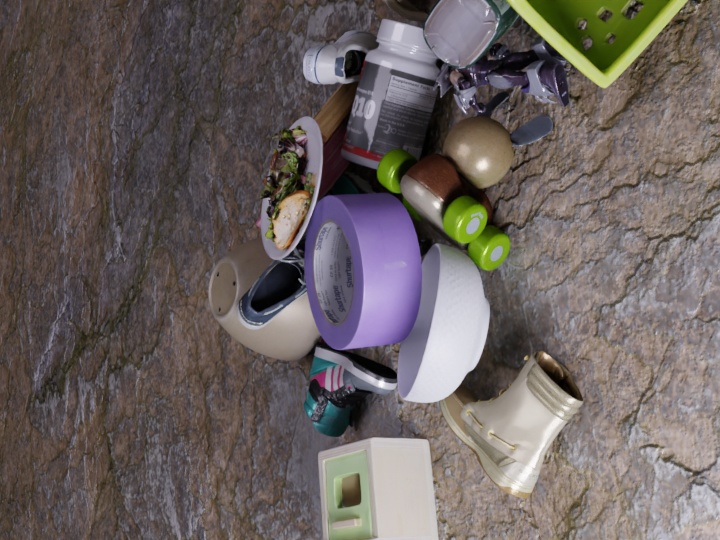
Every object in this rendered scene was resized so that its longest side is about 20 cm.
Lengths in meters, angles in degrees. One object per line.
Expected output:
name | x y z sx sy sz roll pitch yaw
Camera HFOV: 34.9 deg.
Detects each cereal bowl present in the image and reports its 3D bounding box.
cereal bowl | 0.110 0.073 1.454 0.200 0.082 0.203 -166 90 -82

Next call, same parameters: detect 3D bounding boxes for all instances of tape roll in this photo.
tape roll | 0.000 0.000 1.502 0.200 0.084 0.203 176 90 -65

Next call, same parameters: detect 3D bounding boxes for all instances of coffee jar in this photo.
coffee jar | 0.158 -0.335 1.434 0.085 0.200 0.104 41 129 0

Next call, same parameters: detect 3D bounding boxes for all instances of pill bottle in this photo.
pill bottle | 0.049 -0.245 1.621 0.114 0.113 0.202 28 106 52

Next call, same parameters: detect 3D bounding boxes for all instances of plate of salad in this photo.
plate of salad | -0.105 -0.116 1.574 0.200 0.048 0.202 -39 45 54

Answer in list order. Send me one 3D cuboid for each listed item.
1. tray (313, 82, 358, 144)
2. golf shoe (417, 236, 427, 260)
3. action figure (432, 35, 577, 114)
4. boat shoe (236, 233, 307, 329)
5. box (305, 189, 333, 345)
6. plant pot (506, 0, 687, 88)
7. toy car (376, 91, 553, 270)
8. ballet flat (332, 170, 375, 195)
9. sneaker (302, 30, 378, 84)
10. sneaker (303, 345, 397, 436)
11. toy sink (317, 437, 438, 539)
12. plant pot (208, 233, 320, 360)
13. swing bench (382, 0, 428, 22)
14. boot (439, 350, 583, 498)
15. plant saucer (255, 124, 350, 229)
tray | -0.054 -0.220 1.716 0.099 0.037 0.201 -44 10 36
golf shoe | 0.027 0.017 1.655 0.199 0.077 0.089 -28 101 33
action figure | 0.177 -0.251 1.455 0.198 0.070 0.131 5 51 42
boat shoe | -0.102 0.004 1.669 0.075 0.200 0.062 50 152 2
box | -0.050 -0.004 1.775 0.137 0.040 0.201 52 125 45
plant pot | 0.246 -0.361 1.287 0.199 0.199 0.182 -48 39 13
toy car | 0.153 -0.136 1.480 0.201 0.158 0.164 -50 52 -1
ballet flat | 0.017 -0.083 1.664 0.072 0.071 0.201 -63 29 24
sneaker | -0.009 -0.305 1.676 0.070 0.200 0.074 13 116 23
sneaker | -0.021 0.185 1.665 0.199 0.083 0.122 14 91 61
toy sink | 0.021 0.338 1.560 0.130 0.111 0.203 -23 66 50
plant pot | -0.156 0.034 1.768 0.199 0.133 0.203 -14 72 52
swing bench | 0.039 -0.499 1.666 0.199 0.129 0.202 49 123 45
boot | 0.183 0.159 1.409 0.157 0.072 0.200 -62 33 18
plant saucer | -0.078 -0.131 1.737 0.201 0.051 0.201 -49 7 7
